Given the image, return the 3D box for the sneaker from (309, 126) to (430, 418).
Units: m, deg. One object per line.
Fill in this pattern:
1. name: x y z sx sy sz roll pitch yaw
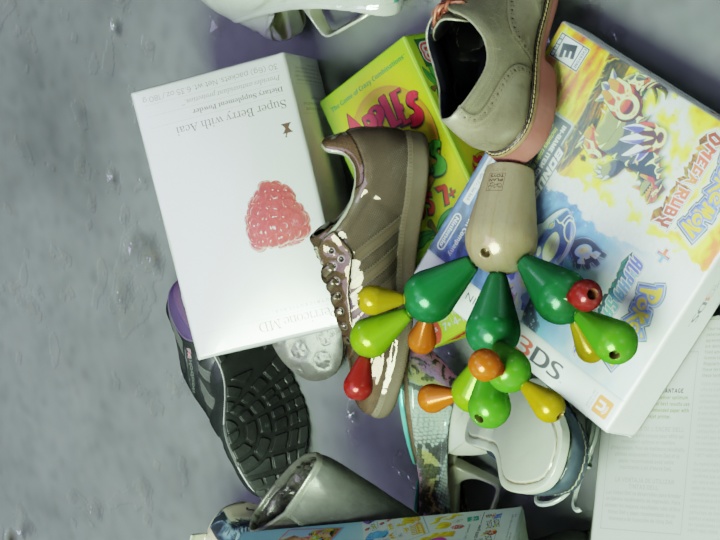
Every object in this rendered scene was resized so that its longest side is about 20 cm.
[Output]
1. sneaker: 0.000 0.000 1.121 0.070 0.075 0.200 -124 40 -84

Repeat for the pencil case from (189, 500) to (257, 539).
1. pencil case: -0.046 0.259 1.318 0.200 0.089 0.078 23 116 38

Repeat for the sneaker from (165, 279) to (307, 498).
1. sneaker: -0.106 0.094 1.358 0.088 0.076 0.200 -31 75 60

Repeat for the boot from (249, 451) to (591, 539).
1. boot: 0.045 0.188 1.149 0.200 0.073 0.182 41 122 -9

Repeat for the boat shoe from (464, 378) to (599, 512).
1. boat shoe: 0.120 0.115 1.068 0.075 0.062 0.200 -66 9 -5

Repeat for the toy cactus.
1. toy cactus: 0.075 0.013 1.002 0.200 0.102 0.165 -6 70 44

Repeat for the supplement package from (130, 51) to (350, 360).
1. supplement package: -0.075 -0.049 1.208 0.121 0.120 0.200 -14 93 10

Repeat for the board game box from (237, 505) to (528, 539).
1. board game box: 0.012 0.231 1.072 0.200 0.105 0.103 -7 103 14

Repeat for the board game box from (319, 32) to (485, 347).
1. board game box: 0.055 -0.057 1.158 0.102 0.048 0.200 -33 78 45

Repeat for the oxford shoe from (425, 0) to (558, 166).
1. oxford shoe: 0.080 -0.167 1.041 0.070 0.075 0.200 -32 50 41

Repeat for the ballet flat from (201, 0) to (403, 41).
1. ballet flat: -0.047 -0.202 1.213 0.200 0.069 0.070 0 101 44

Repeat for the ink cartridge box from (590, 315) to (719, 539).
1. ink cartridge box: 0.230 0.096 1.016 0.148 0.076 0.200 -4 74 45

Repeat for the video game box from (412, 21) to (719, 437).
1. video game box: 0.150 -0.028 1.028 0.182 0.047 0.200 38 105 31

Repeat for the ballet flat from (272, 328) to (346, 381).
1. ballet flat: -0.062 -0.008 1.295 0.067 0.046 0.200 -25 88 12

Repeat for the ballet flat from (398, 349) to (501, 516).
1. ballet flat: 0.069 0.144 1.197 0.071 0.069 0.200 4 113 19
